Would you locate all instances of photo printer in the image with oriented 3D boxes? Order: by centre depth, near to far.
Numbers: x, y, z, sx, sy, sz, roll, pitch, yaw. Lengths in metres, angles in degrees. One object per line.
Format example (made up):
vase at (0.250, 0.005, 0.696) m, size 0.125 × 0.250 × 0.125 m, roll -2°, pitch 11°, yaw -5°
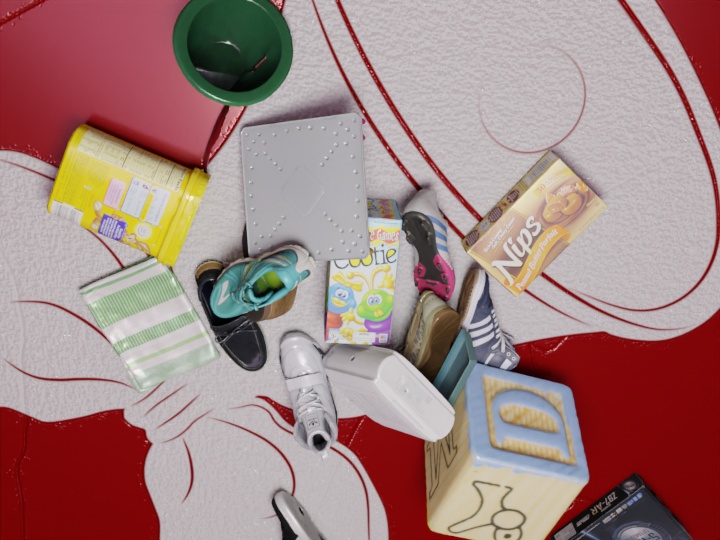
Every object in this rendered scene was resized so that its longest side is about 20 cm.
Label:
photo printer at (0.035, 0.184, 1.399) m, size 0.166 × 0.200 × 0.070 m, roll 46°, pitch 70°, yaw -22°

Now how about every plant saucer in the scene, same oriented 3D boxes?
plant saucer at (0.139, 0.183, 1.421) m, size 0.019 × 0.070 × 0.201 m, roll 8°, pitch 132°, yaw -15°

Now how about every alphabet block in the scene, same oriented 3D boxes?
alphabet block at (0.223, 0.296, 1.421) m, size 0.194 × 0.197 × 0.201 m, roll 16°, pitch 129°, yaw -9°

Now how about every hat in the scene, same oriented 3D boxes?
hat at (-0.207, -0.282, 1.291) m, size 0.165 × 0.176 × 0.200 m, roll 39°, pitch 69°, yaw -11°

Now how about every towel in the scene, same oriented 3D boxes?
towel at (-0.334, 0.086, 1.420) m, size 0.152 × 0.023 × 0.201 m, roll -23°, pitch 111°, yaw 4°

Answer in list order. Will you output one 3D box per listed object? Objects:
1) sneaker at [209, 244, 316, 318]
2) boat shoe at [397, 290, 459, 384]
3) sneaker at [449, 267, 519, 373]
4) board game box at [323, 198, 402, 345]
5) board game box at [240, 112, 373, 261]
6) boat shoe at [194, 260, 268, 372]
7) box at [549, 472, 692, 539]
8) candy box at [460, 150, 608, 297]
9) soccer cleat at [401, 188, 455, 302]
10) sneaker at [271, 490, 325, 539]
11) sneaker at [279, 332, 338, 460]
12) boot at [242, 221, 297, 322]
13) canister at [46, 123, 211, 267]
sneaker at (-0.154, 0.022, 1.286) m, size 0.199 × 0.080 × 0.078 m, roll -27°, pitch 106°, yaw 38°
boat shoe at (0.104, 0.119, 1.435) m, size 0.073 × 0.063 × 0.201 m, roll -13°, pitch 138°, yaw -32°
sneaker at (0.207, 0.088, 1.430) m, size 0.108 × 0.070 × 0.201 m, roll 7°, pitch 120°, yaw -2°
board game box at (0.000, 0.000, 1.367) m, size 0.102 × 0.105 × 0.201 m, roll 3°, pitch 110°, yaw -5°
board game box at (-0.077, -0.113, 1.284) m, size 0.199 × 0.026 × 0.201 m, roll -2°, pitch 93°, yaw 28°
boat shoe at (-0.203, 0.081, 1.407) m, size 0.074 × 0.062 × 0.201 m, roll -21°, pitch 112°, yaw 2°
box at (0.469, 0.483, 1.619) m, size 0.200 × 0.044 × 0.160 m, roll -40°, pitch 108°, yaw 11°
candy box at (0.266, -0.071, 1.384) m, size 0.115 × 0.055 × 0.200 m, roll 40°, pitch 104°, yaw -17°
soccer cleat at (0.115, -0.037, 1.382) m, size 0.069 × 0.087 × 0.201 m, roll 7°, pitch 137°, yaw 25°
sneaker at (-0.125, 0.484, 1.561) m, size 0.111 × 0.073 × 0.201 m, roll -30°, pitch 112°, yaw 6°
sneaker at (-0.080, 0.203, 1.433) m, size 0.075 × 0.115 × 0.201 m, roll -15°, pitch 111°, yaw 2°
boot at (-0.134, -0.024, 1.379) m, size 0.075 × 0.073 × 0.201 m, roll -4°, pitch 104°, yaw -47°
canister at (-0.338, -0.111, 1.310) m, size 0.199 × 0.087 × 0.149 m, roll 23°, pitch 108°, yaw -11°
